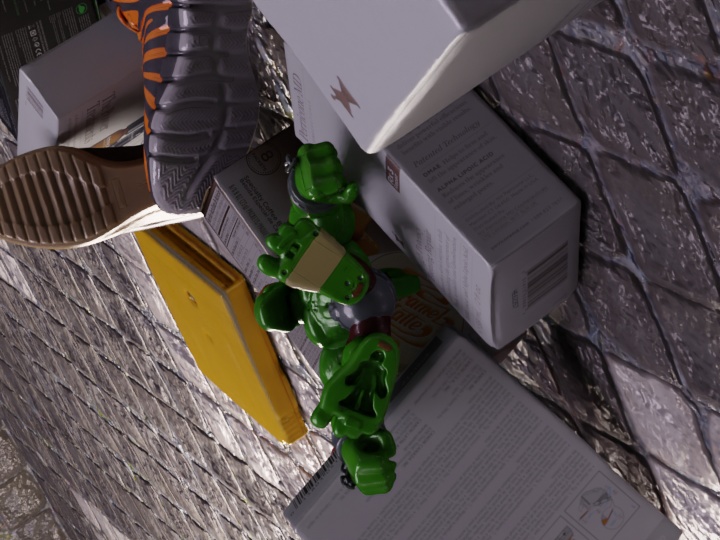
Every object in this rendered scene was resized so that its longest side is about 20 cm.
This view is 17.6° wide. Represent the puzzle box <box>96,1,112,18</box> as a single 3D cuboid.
[{"bbox_3d":[-0.190,-0.150,1.913,0.133,0.025,0.200,58,163,-6],"label":"puzzle box"}]

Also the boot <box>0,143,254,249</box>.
[{"bbox_3d":[-0.163,-0.055,1.672,0.166,0.199,0.073,6,-105,-81],"label":"boot"}]

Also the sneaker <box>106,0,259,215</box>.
[{"bbox_3d":[-0.124,-0.143,1.564,0.112,0.077,0.201,25,110,52],"label":"sneaker"}]

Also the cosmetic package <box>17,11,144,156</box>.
[{"bbox_3d":[-0.175,-0.131,1.693,0.052,0.151,0.200,51,163,8],"label":"cosmetic package"}]

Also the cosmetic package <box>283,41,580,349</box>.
[{"bbox_3d":[0.041,-0.061,1.364,0.200,0.074,0.102,46,161,26],"label":"cosmetic package"}]

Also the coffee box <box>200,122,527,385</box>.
[{"bbox_3d":[0.000,0.000,1.520,0.200,0.114,0.080,55,163,8],"label":"coffee box"}]

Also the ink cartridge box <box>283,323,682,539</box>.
[{"bbox_3d":[0.077,0.156,1.453,0.200,0.160,0.047,41,180,-15],"label":"ink cartridge box"}]

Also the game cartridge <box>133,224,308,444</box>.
[{"bbox_3d":[-0.126,0.052,2.109,0.176,0.032,0.200,37,157,47],"label":"game cartridge"}]

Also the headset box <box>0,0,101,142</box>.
[{"bbox_3d":[-0.289,-0.230,1.863,0.200,0.093,0.175,47,156,45],"label":"headset box"}]

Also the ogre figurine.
[{"bbox_3d":[-0.011,0.023,1.378,0.200,0.098,0.120,60,-178,-8],"label":"ogre figurine"}]

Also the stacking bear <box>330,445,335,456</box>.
[{"bbox_3d":[0.095,0.160,1.540,0.199,0.114,0.122,20,142,36],"label":"stacking bear"}]

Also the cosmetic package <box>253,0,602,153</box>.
[{"bbox_3d":[0.049,-0.181,0.901,0.168,0.200,0.166,54,163,3],"label":"cosmetic package"}]
